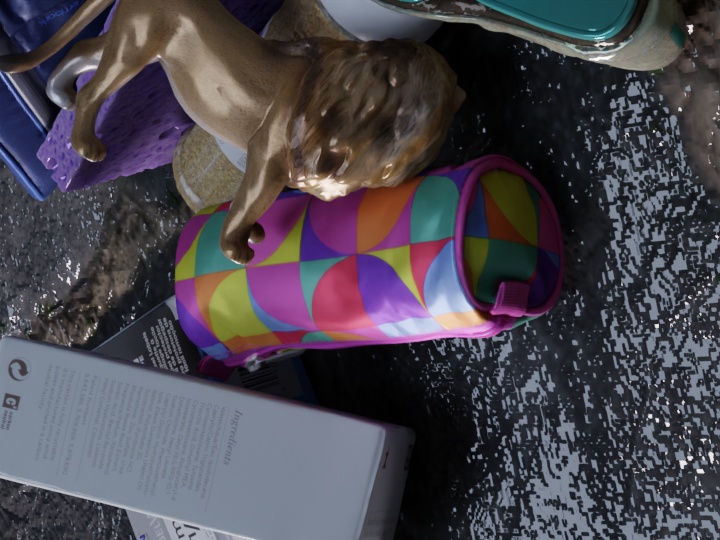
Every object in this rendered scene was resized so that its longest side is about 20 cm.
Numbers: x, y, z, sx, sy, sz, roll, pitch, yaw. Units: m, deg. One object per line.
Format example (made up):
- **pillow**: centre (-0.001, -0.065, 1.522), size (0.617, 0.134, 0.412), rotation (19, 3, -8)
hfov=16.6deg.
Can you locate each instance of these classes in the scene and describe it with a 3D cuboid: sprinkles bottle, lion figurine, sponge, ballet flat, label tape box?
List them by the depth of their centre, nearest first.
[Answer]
- **ballet flat**: centre (0.054, -0.130, 1.073), size (0.199, 0.062, 0.068), rotation (30, 94, 32)
- **lion figurine**: centre (-0.061, -0.087, 1.114), size (0.199, 0.072, 0.123), rotation (32, 106, 2)
- **sprinkles bottle**: centre (-0.024, -0.094, 1.198), size (0.069, 0.068, 0.200), rotation (60, 141, 16)
- **sponge**: centre (-0.080, -0.118, 1.222), size (0.030, 0.111, 0.200), rotation (55, 139, 19)
- **label tape box**: centre (-0.098, 0.102, 1.367), size (0.200, 0.066, 0.144), rotation (-31, 78, 50)

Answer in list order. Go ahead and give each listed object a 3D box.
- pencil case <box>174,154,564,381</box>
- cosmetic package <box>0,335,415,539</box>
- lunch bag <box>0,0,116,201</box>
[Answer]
- **pencil case**: centre (0.000, 0.000, 1.166), size (0.199, 0.088, 0.089), rotation (-11, 94, 43)
- **cosmetic package**: centre (-0.081, 0.089, 1.224), size (0.199, 0.102, 0.075), rotation (14, 88, 12)
- **lunch bag**: centre (-0.186, -0.132, 1.283), size (0.136, 0.132, 0.200), rotation (50, 174, 29)
